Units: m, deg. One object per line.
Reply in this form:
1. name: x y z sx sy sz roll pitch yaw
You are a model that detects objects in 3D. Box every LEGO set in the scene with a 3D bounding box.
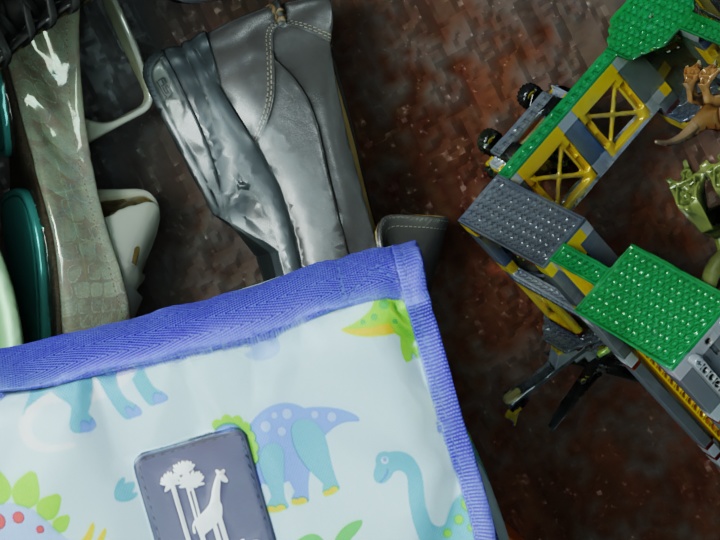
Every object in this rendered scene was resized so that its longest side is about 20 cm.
1. LEGO set: 0.133 0.000 0.951 0.116 0.200 0.154 45 75 -32

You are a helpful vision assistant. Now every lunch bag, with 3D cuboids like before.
1. lunch bag: -0.038 0.093 0.915 0.169 0.128 0.201 -16 125 -1

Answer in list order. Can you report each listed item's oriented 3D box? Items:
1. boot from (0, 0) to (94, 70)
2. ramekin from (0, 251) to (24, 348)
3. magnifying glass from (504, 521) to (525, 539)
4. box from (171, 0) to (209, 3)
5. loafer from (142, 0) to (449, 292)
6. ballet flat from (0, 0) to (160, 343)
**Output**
1. boot: -0.106 -0.091 0.927 0.137 0.078 0.201 -1 55 11
2. ramekin: -0.213 0.039 0.994 0.198 0.098 0.202 1 83 -5
3. magnifying glass: -0.009 0.170 1.047 0.080 0.022 0.200 42 100 3
4. box: -0.015 -0.209 1.007 0.158 0.046 0.202 -14 92 8
5. loafer: 0.000 0.000 1.007 0.072 0.073 0.201 -28 98 0
6. ballet flat: -0.100 -0.037 1.024 0.062 0.067 0.202 -10 95 -15
